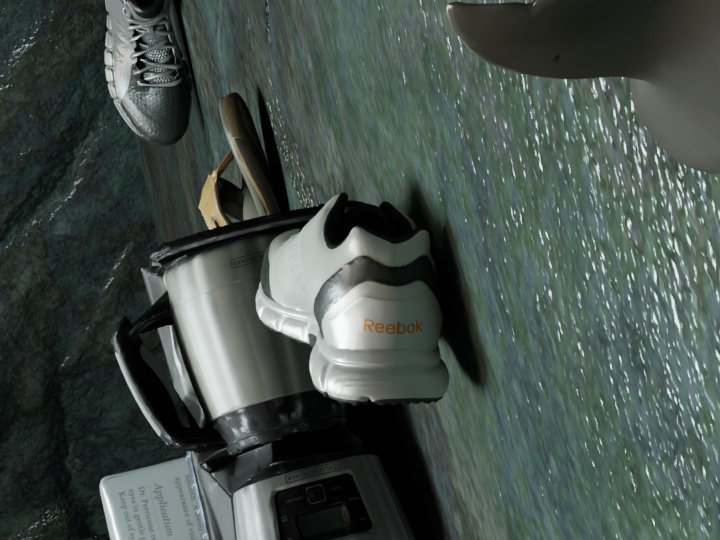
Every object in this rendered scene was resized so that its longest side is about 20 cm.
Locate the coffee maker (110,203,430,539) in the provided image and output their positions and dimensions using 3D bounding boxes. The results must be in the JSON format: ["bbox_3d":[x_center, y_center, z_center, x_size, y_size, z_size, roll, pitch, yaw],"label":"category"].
[{"bbox_3d":[-0.035,0.082,1.257,0.192,0.134,0.201,16,-122,-71],"label":"coffee maker"}]

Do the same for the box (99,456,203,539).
[{"bbox_3d":[-0.101,0.247,1.792,0.200,0.171,0.200,111,144,-79],"label":"box"}]

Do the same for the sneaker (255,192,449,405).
[{"bbox_3d":[0.000,0.000,1.023,0.200,0.073,0.080,-142,52,-71],"label":"sneaker"}]

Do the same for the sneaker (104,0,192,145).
[{"bbox_3d":[-0.190,-0.206,1.997,0.115,0.075,0.201,-153,50,-77],"label":"sneaker"}]

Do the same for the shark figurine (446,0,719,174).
[{"bbox_3d":[0.051,-0.075,0.374,0.128,0.089,0.215,-115,11,-48],"label":"shark figurine"}]

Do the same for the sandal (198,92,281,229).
[{"bbox_3d":[-0.084,-0.038,1.573,0.200,0.054,0.082,86,167,-54],"label":"sandal"}]
